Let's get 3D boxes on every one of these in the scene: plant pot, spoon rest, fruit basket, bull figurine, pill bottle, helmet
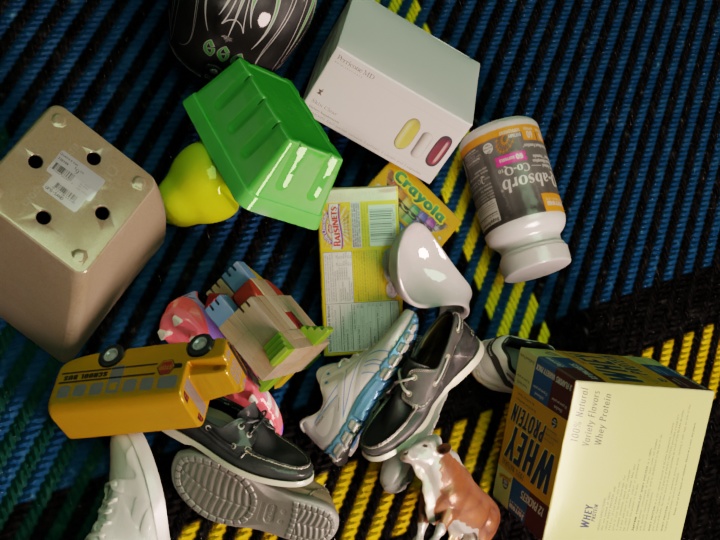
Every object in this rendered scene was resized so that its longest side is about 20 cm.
[{"bbox_3d":[-0.326,-0.055,1.126,0.199,0.177,0.201,37,62,-7],"label":"plant pot"},{"bbox_3d":[0.090,0.013,1.283,0.200,0.060,0.101,43,52,-55],"label":"spoon rest"},{"bbox_3d":[-0.146,-0.121,1.254,0.154,0.214,0.220,14,64,-46],"label":"fruit basket"},{"bbox_3d":[0.104,0.278,1.218,0.200,0.064,0.123,44,63,-41],"label":"bull figurine"},{"bbox_3d":[0.211,-0.094,1.408,0.115,0.116,0.203,-9,75,-25],"label":"pill bottle"},{"bbox_3d":[-0.142,-0.345,1.291,0.197,0.192,0.202,20,39,-17],"label":"helmet"}]

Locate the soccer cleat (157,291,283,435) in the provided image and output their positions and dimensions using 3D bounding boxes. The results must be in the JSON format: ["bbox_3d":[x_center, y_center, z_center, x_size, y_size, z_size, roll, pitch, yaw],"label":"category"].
[{"bbox_3d":[-0.151,0.111,1.210,0.201,0.066,0.077,49,33,-7],"label":"soccer cleat"}]

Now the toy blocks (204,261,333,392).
[{"bbox_3d":[-0.114,0.051,1.187,0.100,0.200,0.137,-43,81,9],"label":"toy blocks"}]

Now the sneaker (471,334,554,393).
[{"bbox_3d":[0.241,0.139,1.355,0.197,0.088,0.077,18,63,-18],"label":"sneaker"}]

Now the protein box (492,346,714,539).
[{"bbox_3d":[0.292,0.214,1.279,0.197,0.135,0.202,6,100,-22],"label":"protein box"}]

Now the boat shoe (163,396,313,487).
[{"bbox_3d":[-0.135,0.170,1.145,0.197,0.067,0.074,24,19,21],"label":"boat shoe"}]

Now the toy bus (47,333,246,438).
[{"bbox_3d":[-0.223,0.124,1.105,0.196,0.066,0.079,-8,45,16],"label":"toy bus"}]

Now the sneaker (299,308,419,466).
[{"bbox_3d":[-0.004,0.123,1.238,0.086,0.075,0.202,32,83,15],"label":"sneaker"}]

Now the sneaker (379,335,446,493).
[{"bbox_3d":[0.057,0.174,1.280,0.079,0.077,0.202,22,62,5],"label":"sneaker"}]

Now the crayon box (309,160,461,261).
[{"bbox_3d":[0.043,-0.055,1.358,0.126,0.052,0.201,43,60,-4],"label":"crayon box"}]

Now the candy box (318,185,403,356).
[{"bbox_3d":[0.000,0.000,1.277,0.100,0.026,0.204,-2,92,-2],"label":"candy box"}]

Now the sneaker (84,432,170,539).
[{"bbox_3d":[-0.265,0.268,1.096,0.114,0.074,0.203,-7,76,-29],"label":"sneaker"}]

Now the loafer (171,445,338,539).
[{"bbox_3d":[-0.118,0.247,1.179,0.197,0.076,0.070,24,20,-6],"label":"loafer"}]

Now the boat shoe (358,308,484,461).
[{"bbox_3d":[0.061,0.132,1.218,0.200,0.071,0.068,-48,127,-18],"label":"boat shoe"}]

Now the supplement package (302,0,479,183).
[{"bbox_3d":[0.042,-0.240,1.362,0.198,0.111,0.157,27,40,-12],"label":"supplement package"}]
